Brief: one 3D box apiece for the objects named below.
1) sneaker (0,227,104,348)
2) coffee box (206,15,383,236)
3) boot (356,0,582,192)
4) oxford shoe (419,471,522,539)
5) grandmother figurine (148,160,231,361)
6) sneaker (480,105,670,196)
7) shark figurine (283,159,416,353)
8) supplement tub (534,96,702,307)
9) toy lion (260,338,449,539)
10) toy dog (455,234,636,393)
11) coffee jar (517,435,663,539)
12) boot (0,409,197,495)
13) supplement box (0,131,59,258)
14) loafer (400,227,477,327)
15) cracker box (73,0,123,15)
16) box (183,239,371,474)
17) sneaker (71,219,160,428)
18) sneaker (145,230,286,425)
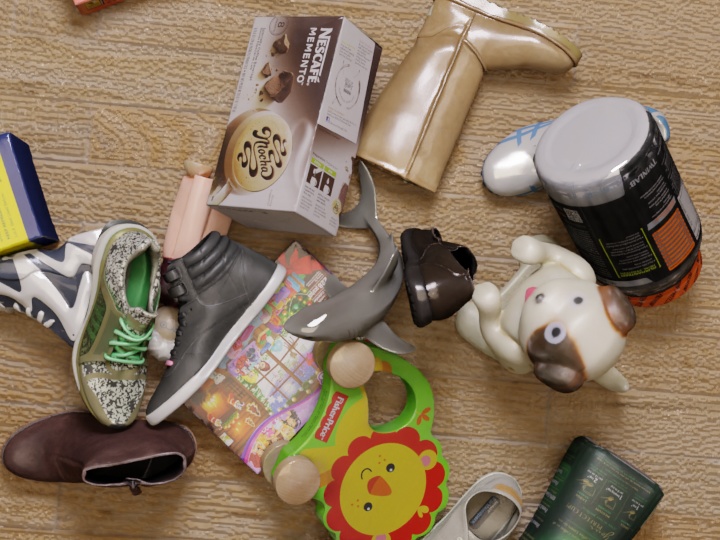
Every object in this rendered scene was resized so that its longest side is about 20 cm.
[{"bbox_3d":[-0.312,0.043,1.397,0.198,0.079,0.130,-17,90,-4],"label":"sneaker"},{"bbox_3d":[-0.063,-0.143,1.377,0.113,0.080,0.201,7,77,34],"label":"coffee box"},{"bbox_3d":[0.108,-0.171,1.435,0.174,0.066,0.201,25,87,10],"label":"boot"},{"bbox_3d":[0.096,0.292,1.426,0.075,0.058,0.200,38,90,-6],"label":"oxford shoe"},{"bbox_3d":[-0.178,-0.007,1.418,0.121,0.061,0.201,14,85,6],"label":"grandmother figurine"},{"bbox_3d":[0.219,-0.126,1.434,0.199,0.072,0.072,-17,91,-2],"label":"sneaker"},{"bbox_3d":[0.016,-0.008,1.368,0.128,0.090,0.215,21,45,-2],"label":"shark figurine"},{"bbox_3d":[0.259,-0.062,1.372,0.122,0.123,0.200,-37,129,-3],"label":"supplement tub"},{"bbox_3d":[0.012,0.182,1.405,0.191,0.069,0.201,24,92,-22],"label":"toy lion"},{"bbox_3d":[0.190,0.060,1.364,0.139,0.200,0.194,-36,91,-3],"label":"toy dog"},{"bbox_3d":[0.212,0.276,1.418,0.104,0.085,0.200,34,86,-5],"label":"coffee jar"},{"bbox_3d":[-0.259,0.177,1.352,0.199,0.166,0.073,-4,92,-4],"label":"boot"},{"bbox_3d":[-0.414,-0.051,1.378,0.199,0.110,0.109,-18,90,-4],"label":"supplement box"},{"bbox_3d":[0.080,0.005,1.362,0.071,0.200,0.073,-10,108,4],"label":"loafer"},{"bbox_3d":[-0.259,-0.378,1.419,0.133,0.058,0.201,-21,90,-4],"label":"cracker box"},{"bbox_3d":[-0.086,0.087,1.428,0.137,0.039,0.200,43,87,-2],"label":"box"},{"bbox_3d":[-0.223,0.052,1.330,0.077,0.089,0.201,3,92,-27],"label":"sneaker"},{"bbox_3d":[-0.169,0.049,1.366,0.099,0.071,0.200,38,81,-10],"label":"sneaker"}]
